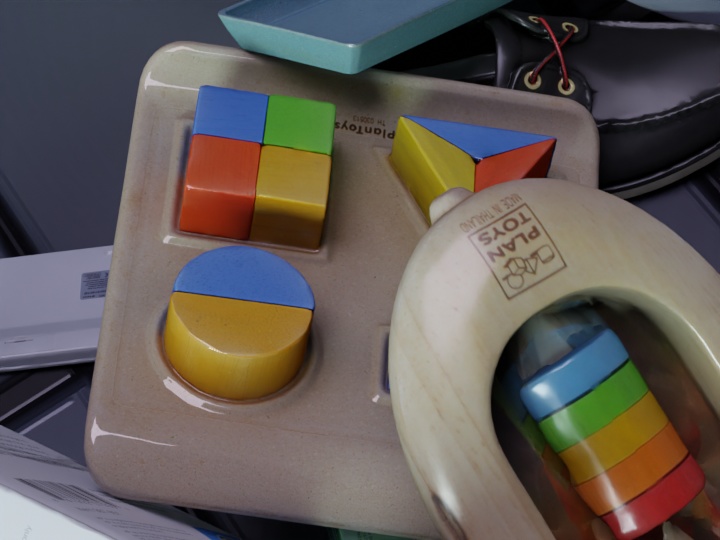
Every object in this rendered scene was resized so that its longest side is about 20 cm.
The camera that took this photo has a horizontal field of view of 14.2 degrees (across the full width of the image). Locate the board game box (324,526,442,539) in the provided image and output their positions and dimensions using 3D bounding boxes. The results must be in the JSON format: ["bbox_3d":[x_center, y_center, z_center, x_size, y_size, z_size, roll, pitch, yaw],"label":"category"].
[{"bbox_3d":[0.053,0.083,1.078,0.135,0.029,0.200,-8,54,-10],"label":"board game box"}]

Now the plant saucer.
[{"bbox_3d":[0.030,-0.119,1.179,0.070,0.019,0.200,15,28,34],"label":"plant saucer"}]

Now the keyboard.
[{"bbox_3d":[-0.106,0.013,1.202,0.200,0.011,0.056,-7,51,11],"label":"keyboard"}]

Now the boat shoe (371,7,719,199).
[{"bbox_3d":[0.068,-0.070,1.176,0.201,0.063,0.074,-7,53,9],"label":"boat shoe"}]

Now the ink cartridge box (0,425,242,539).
[{"bbox_3d":[-0.131,0.109,1.052,0.200,0.145,0.084,22,91,27],"label":"ink cartridge box"}]

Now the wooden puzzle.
[{"bbox_3d":[0.000,0.000,1.078,0.185,0.046,0.200,8,55,-5],"label":"wooden puzzle"}]

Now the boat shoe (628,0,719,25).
[{"bbox_3d":[0.180,-0.142,1.178,0.200,0.070,0.066,9,49,9],"label":"boat shoe"}]

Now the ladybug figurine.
[{"bbox_3d":[0.080,0.059,1.000,0.136,0.072,0.200,-29,91,-16],"label":"ladybug figurine"}]
